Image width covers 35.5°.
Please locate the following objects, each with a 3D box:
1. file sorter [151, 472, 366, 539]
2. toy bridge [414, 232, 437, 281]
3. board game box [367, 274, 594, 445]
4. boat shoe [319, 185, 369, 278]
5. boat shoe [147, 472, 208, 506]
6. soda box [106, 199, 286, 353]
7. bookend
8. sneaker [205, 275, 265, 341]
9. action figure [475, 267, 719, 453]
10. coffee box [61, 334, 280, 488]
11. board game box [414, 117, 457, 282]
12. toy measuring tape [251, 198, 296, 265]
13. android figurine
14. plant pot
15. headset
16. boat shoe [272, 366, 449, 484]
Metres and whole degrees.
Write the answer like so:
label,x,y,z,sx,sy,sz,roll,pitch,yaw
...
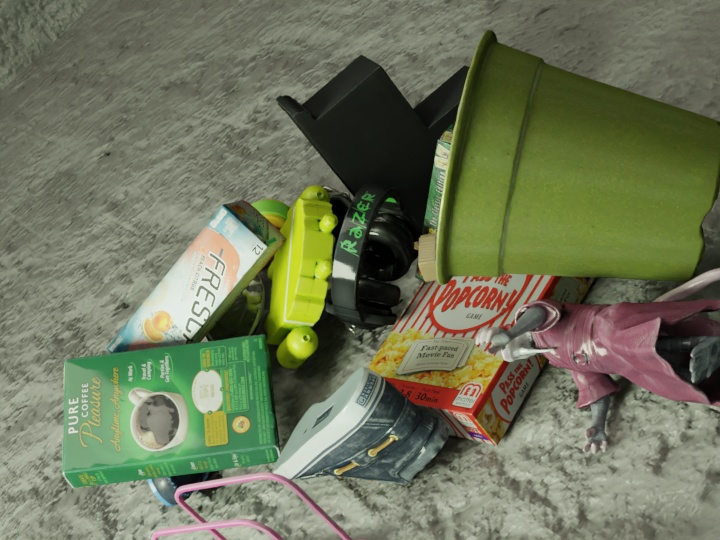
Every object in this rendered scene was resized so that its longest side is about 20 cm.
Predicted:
label,x,y,z,sx,sy,sz,roll,pitch,yaw
file sorter,-0.103,0.271,0.858,0.139,0.125,0.200,-16,38,35
toy bridge,0.143,-0.036,0.969,0.200,0.027,0.067,-8,50,15
board game box,0.103,0.052,0.995,0.151,0.046,0.200,2,50,49
boat shoe,-0.021,-0.054,1.232,0.072,0.071,0.200,-19,35,-11
boat shoe,-0.166,0.145,1.138,0.069,0.084,0.200,-22,36,21
soda box,-0.165,0.023,1.135,0.200,0.064,0.068,-50,-5,15
bookend,0.055,-0.156,1.162,0.199,0.200,0.092,-41,24,1
sneaker,-0.141,0.033,1.259,0.074,0.085,0.200,-7,38,-2
action figure,0.180,0.044,0.834,0.200,0.134,0.149,4,51,46
coffee box,-0.181,0.133,1.072,0.199,0.044,0.123,-8,59,-3
board game box,0.095,-0.081,1.050,0.023,0.200,0.105,28,56,15
toy measuring tape,-0.142,-0.033,1.356,0.200,0.074,0.074,-28,32,20
android figurine,-0.060,0.003,1.139,0.200,0.041,0.182,132,144,-63
plant pot,0.171,-0.070,0.861,0.190,0.200,0.200,11,48,11
headset,0.000,0.000,1.041,0.094,0.200,0.124,13,64,17
boat shoe,-0.005,0.155,0.966,0.200,0.091,0.071,-44,14,56
